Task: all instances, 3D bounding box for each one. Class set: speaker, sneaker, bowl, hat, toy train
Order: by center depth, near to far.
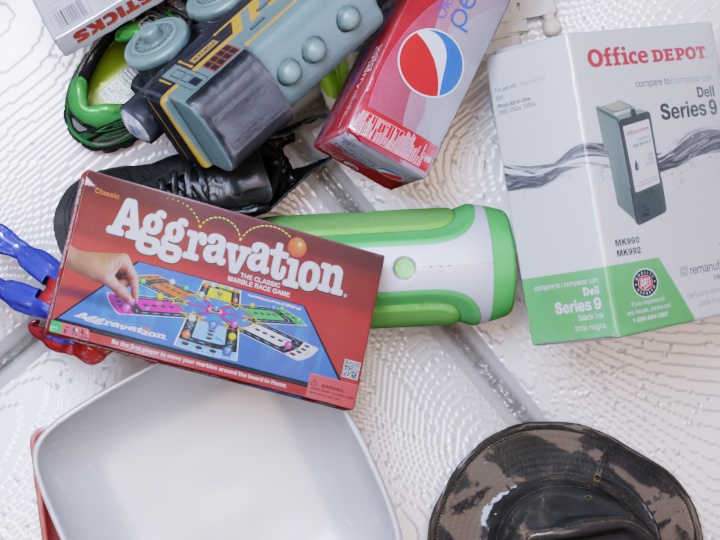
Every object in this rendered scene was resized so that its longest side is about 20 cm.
[{"bbox_3d":[-0.060,-0.145,1.132,0.200,0.114,0.085,-42,129,-16],"label":"toy train"},{"bbox_3d":[-0.104,-0.054,1.159,0.104,0.200,0.060,-13,99,30],"label":"sneaker"},{"bbox_3d":[-0.091,0.149,1.166,0.200,0.075,0.200,-27,91,-5],"label":"bowl"},{"bbox_3d":[-0.121,-0.162,1.198,0.078,0.085,0.200,38,84,-4],"label":"sneaker"},{"bbox_3d":[0.000,0.000,1.207,0.200,0.088,0.088,-3,89,-6],"label":"speaker"},{"bbox_3d":[0.146,0.201,1.221,0.201,0.081,0.201,0,90,-5],"label":"hat"}]

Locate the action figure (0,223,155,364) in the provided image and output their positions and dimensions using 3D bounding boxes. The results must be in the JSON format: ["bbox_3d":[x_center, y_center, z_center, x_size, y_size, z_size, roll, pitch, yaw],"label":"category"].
[{"bbox_3d":[-0.201,0.013,1.163,0.200,0.052,0.065,27,81,31],"label":"action figure"}]

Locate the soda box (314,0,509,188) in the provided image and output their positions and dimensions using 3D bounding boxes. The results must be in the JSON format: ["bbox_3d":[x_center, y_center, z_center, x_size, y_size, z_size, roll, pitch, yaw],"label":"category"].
[{"bbox_3d":[0.046,-0.157,1.181,0.063,0.070,0.200,29,77,-15],"label":"soda box"}]

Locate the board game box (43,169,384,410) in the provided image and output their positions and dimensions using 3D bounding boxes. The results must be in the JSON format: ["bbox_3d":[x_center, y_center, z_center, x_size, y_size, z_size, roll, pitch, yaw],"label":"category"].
[{"bbox_3d":[-0.087,0.014,1.109,0.200,0.019,0.103,16,77,-20],"label":"board game box"}]

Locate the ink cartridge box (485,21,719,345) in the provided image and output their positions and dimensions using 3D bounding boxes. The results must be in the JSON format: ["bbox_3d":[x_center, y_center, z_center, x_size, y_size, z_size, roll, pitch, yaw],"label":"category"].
[{"bbox_3d":[0.175,-0.060,1.198,0.146,0.084,0.200,-10,90,-38],"label":"ink cartridge box"}]

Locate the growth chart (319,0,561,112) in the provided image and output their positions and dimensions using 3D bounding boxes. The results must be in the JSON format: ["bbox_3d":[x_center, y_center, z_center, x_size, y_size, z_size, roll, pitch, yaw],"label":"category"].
[{"bbox_3d":[0.043,-0.196,1.239,0.200,0.018,0.145,-24,93,-14],"label":"growth chart"}]

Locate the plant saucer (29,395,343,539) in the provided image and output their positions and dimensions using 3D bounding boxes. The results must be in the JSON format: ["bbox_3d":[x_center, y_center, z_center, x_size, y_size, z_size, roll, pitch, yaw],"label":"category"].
[{"bbox_3d":[-0.112,0.192,1.218,0.200,0.037,0.200,-8,90,-5],"label":"plant saucer"}]

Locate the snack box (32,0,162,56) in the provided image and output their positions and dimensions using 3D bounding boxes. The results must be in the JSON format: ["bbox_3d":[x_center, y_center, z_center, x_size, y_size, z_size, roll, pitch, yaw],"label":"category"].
[{"bbox_3d":[-0.118,-0.215,1.140,0.200,0.024,0.072,-30,60,-1],"label":"snack box"}]
